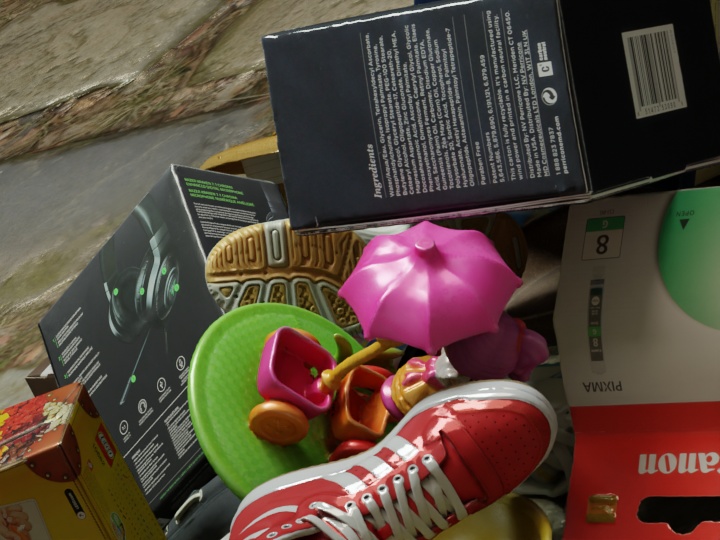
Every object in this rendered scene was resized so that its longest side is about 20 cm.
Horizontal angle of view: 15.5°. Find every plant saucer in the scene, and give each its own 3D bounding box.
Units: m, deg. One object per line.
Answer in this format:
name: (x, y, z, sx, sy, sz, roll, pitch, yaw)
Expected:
plant saucer: (0.148, -0.002, 1.645, 0.199, 0.037, 0.201, -23, 15, 7)

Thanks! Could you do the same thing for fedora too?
fedora: (-0.016, -0.057, 1.793, 0.199, 0.082, 0.201, -12, 0, 0)

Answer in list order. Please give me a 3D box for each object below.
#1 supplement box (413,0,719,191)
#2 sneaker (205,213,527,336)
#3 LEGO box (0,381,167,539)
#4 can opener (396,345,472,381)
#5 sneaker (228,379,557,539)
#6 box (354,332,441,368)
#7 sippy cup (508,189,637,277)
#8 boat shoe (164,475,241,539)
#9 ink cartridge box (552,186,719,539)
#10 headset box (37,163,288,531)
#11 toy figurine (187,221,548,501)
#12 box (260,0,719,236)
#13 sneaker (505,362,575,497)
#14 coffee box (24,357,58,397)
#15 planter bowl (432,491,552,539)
supplement box: (0.166, -0.147, 1.709, 0.199, 0.135, 0.199, 11, 18, 31)
sneaker: (0.000, 0.000, 1.628, 0.199, 0.076, 0.088, -3, 6, -11)
LEGO box: (-0.189, 0.187, 1.547, 0.148, 0.201, 0.077, -20, 21, 14)
can opener: (0.029, 0.109, 1.621, 0.200, 0.063, 0.079, -59, 5, -33)
sneaker: (0.011, 0.131, 1.385, 0.199, 0.071, 0.113, -27, 15, 20)
box: (-0.010, 0.053, 1.811, 0.099, 0.096, 0.200, -3, 30, 47)
sippy cup: (0.158, -0.040, 1.805, 0.130, 0.139, 0.179, 4, 72, 36)
boat shoe: (-0.077, 0.156, 1.601, 0.075, 0.061, 0.200, 11, -25, -32)
ink cartridge box: (0.180, 0.053, 1.467, 0.160, 0.050, 0.201, -4, 65, 36)
headset box: (-0.108, 0.056, 1.690, 0.174, 0.092, 0.201, -48, 51, 33)
toy figurine: (0.033, 0.055, 1.475, 0.184, 0.199, 0.151, -42, 28, 44)
box: (0.082, -0.100, 1.527, 0.196, 0.125, 0.200, -8, 5, 32)
sneaker: (0.137, 0.091, 1.572, 0.200, 0.077, 0.081, -23, 28, 44)
coffee box: (-0.134, 0.065, 1.907, 0.079, 0.115, 0.200, -6, 28, 43)
planter bowl: (0.025, 0.207, 1.406, 0.199, 0.084, 0.201, -22, 20, 9)
